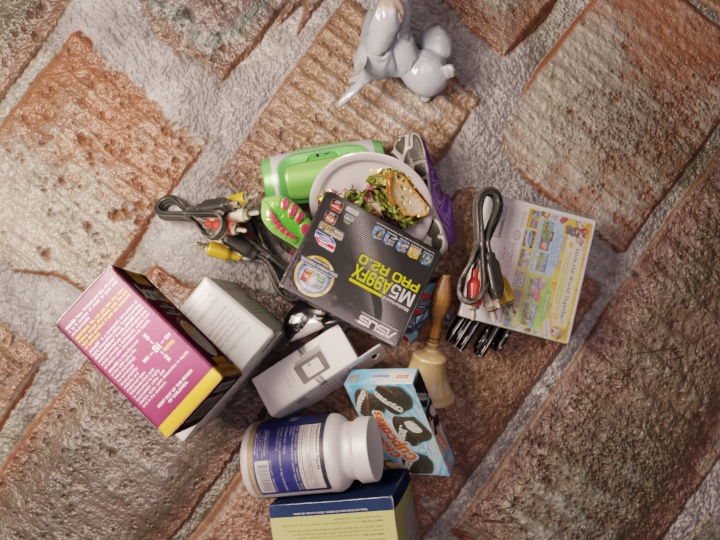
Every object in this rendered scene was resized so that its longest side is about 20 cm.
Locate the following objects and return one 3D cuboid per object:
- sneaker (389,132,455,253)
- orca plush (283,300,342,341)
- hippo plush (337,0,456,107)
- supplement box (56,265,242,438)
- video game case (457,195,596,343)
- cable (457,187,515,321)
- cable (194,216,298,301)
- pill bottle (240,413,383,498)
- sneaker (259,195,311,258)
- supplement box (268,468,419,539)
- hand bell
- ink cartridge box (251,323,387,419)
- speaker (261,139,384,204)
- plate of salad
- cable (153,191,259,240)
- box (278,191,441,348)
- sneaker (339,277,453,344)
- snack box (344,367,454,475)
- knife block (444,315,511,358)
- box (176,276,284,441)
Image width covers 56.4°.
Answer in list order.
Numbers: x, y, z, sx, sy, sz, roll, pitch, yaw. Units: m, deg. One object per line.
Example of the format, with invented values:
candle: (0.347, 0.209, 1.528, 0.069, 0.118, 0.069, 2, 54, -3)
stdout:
sneaker: (0.105, -0.126, 1.103, 0.080, 0.083, 0.202, -6, 106, 39)
orca plush: (-0.040, 0.033, 1.052, 0.198, 0.105, 0.072, -25, 106, 9)
hippo plush: (0.080, -0.352, 1.068, 0.159, 0.159, 0.202, 19, 69, -12)
supplement box: (-0.265, 0.103, 0.866, 0.200, 0.131, 0.103, 43, 87, 4)
video game case: (0.264, -0.004, 1.067, 0.180, 0.023, 0.203, 14, 87, 0)
cable: (0.182, -0.023, 1.025, 0.096, 0.050, 0.203, -5, 80, -13)
cable: (-0.170, -0.030, 1.117, 0.199, 0.050, 0.098, 35, 70, -12)
pill bottle: (-0.071, 0.279, 1.018, 0.197, 0.116, 0.117, -9, 88, 14)
sneaker: (-0.092, -0.047, 1.084, 0.077, 0.084, 0.201, -38, 119, -8)
supplement box: (-0.015, 0.432, 1.033, 0.197, 0.134, 0.203, -10, 88, 15)
hand bell: (0.115, 0.102, 1.053, 0.103, 0.104, 0.203, 8, 107, -1)
ink cartridge box: (-0.060, 0.154, 1.068, 0.199, 0.116, 0.067, -33, 72, -3)
speaker: (-0.058, -0.159, 1.097, 0.197, 0.088, 0.090, -10, 89, -2)
plate of salad: (0.014, -0.091, 1.056, 0.197, 0.048, 0.202, 5, 129, 6)
cable: (-0.254, -0.081, 1.072, 0.198, 0.050, 0.098, -3, 57, 31)
box: (0.000, 0.000, 1.004, 0.198, 0.044, 0.162, 28, 79, -4)
sneaker: (0.059, 0.078, 1.096, 0.197, 0.079, 0.097, -16, 92, -1)
snack box: (0.063, 0.237, 1.042, 0.115, 0.037, 0.202, -6, 123, 28)
knife block: (0.210, 0.036, 1.107, 0.173, 0.064, 0.203, -11, 89, -2)
box: (-0.229, 0.128, 1.028, 0.130, 0.200, 0.199, 40, 88, 2)
